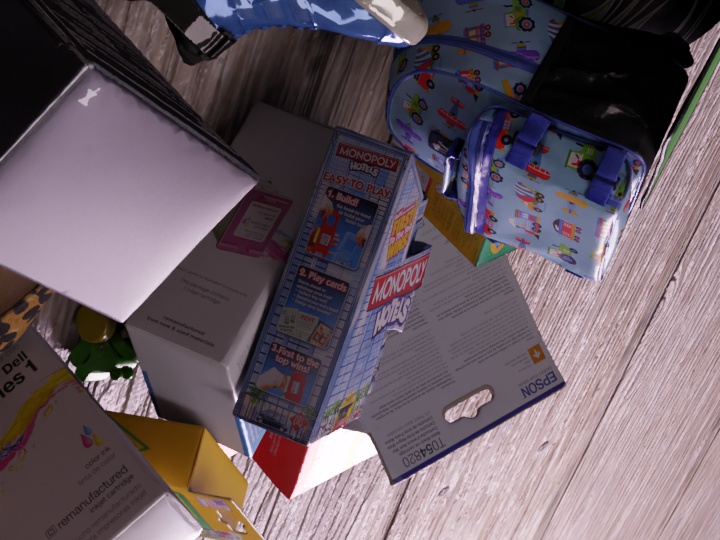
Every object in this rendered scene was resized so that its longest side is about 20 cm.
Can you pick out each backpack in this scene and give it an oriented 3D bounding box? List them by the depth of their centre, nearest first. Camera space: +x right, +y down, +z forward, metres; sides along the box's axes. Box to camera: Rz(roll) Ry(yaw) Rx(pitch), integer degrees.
[{"bbox_3d":[0.102,-0.103,1.437,0.183,0.199,0.135,102,13,-67],"label":"backpack"}]

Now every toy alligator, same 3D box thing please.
[{"bbox_3d":[-0.172,0.050,1.544,0.059,0.054,0.201,0,129,-55],"label":"toy alligator"}]

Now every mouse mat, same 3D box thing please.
[{"bbox_3d":[0.229,-0.131,1.416,0.162,0.007,0.200,-61,174,-11],"label":"mouse mat"}]

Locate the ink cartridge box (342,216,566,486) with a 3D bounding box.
[{"bbox_3d":[0.047,0.043,1.708,0.199,0.201,0.041,-25,-178,-33],"label":"ink cartridge box"}]

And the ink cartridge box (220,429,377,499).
[{"bbox_3d":[-0.022,0.108,1.751,0.199,0.067,0.117,-25,148,-34],"label":"ink cartridge box"}]

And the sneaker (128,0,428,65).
[{"bbox_3d":[-0.060,-0.166,1.305,0.199,0.077,0.111,27,113,-34],"label":"sneaker"}]

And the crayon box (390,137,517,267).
[{"bbox_3d":[0.095,-0.116,1.615,0.058,0.119,0.201,-23,147,-36],"label":"crayon box"}]

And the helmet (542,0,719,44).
[{"bbox_3d":[0.184,-0.239,1.477,0.200,0.200,0.191,3,126,-57],"label":"helmet"}]

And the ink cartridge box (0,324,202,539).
[{"bbox_3d":[-0.226,0.141,1.436,0.145,0.200,0.084,-41,151,-6],"label":"ink cartridge box"}]

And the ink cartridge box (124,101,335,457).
[{"bbox_3d":[-0.074,0.005,1.511,0.201,0.084,0.145,-60,162,-25],"label":"ink cartridge box"}]

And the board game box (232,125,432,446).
[{"bbox_3d":[0.000,0.000,1.483,0.200,0.061,0.201,-23,131,-68],"label":"board game box"}]

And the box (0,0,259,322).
[{"bbox_3d":[-0.189,-0.096,1.139,0.123,0.198,0.200,-47,154,5],"label":"box"}]

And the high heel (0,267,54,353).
[{"bbox_3d":[-0.220,-0.015,1.353,0.142,0.071,0.200,-40,164,-23],"label":"high heel"}]

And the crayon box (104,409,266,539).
[{"bbox_3d":[-0.164,0.145,1.546,0.126,0.198,0.052,64,38,-63],"label":"crayon box"}]
